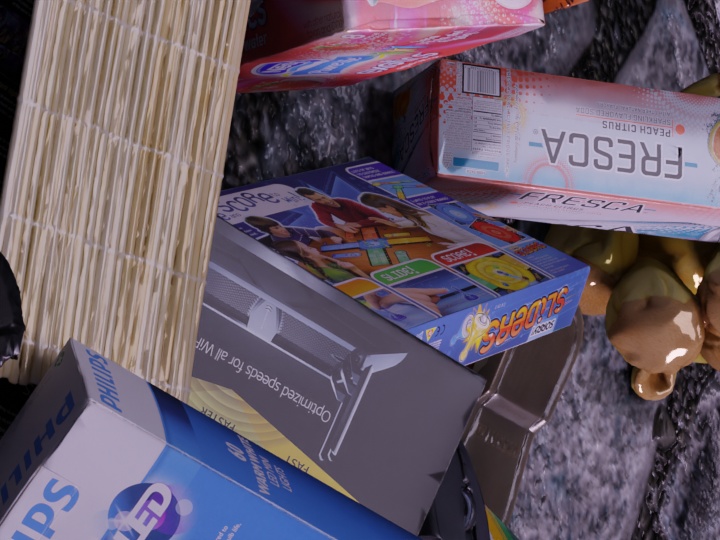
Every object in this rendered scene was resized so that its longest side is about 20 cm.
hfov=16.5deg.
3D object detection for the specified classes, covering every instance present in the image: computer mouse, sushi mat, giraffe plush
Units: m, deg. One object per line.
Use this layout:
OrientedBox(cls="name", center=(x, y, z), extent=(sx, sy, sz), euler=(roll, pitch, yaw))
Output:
OrientedBox(cls="computer mouse", center=(0.050, 0.123, 1.031), extent=(0.059, 0.034, 0.200), euler=(34, 22, -53))
OrientedBox(cls="sushi mat", center=(-0.086, -0.049, 0.908), extent=(0.095, 0.012, 0.201), euler=(17, 76, -37))
OrientedBox(cls="giraffe plush", center=(0.197, 0.002, 1.450), extent=(0.162, 0.172, 0.200), euler=(62, 3, -45))

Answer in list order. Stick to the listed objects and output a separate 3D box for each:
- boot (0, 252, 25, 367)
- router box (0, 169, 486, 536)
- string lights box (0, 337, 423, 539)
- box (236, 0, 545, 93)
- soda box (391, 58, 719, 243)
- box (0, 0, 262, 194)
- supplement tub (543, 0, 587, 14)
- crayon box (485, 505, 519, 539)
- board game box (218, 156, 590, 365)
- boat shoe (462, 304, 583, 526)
OrientedBox(cls="boot", center=(-0.174, 0.024, 0.838), extent=(0.200, 0.168, 0.077), euler=(-8, 91, -57))
OrientedBox(cls="router box", center=(-0.069, 0.065, 0.954), extent=(0.200, 0.052, 0.158), euler=(32, 73, -22))
OrientedBox(cls="string lights box", center=(-0.045, 0.121, 0.885), extent=(0.200, 0.103, 0.059), euler=(32, 11, -21))
OrientedBox(cls="box", center=(-0.014, -0.137, 1.063), extent=(0.094, 0.200, 0.103), euler=(-5, 89, -27))
OrientedBox(cls="soda box", center=(0.117, -0.060, 1.294), extent=(0.199, 0.068, 0.064), euler=(7, 77, -19))
OrientedBox(cls="box", center=(-0.145, -0.099, 0.941), extent=(0.160, 0.044, 0.200), euler=(-54, 139, 1))
OrientedBox(cls="supplement tub", center=(0.076, -0.240, 1.301), extent=(0.123, 0.122, 0.201), euler=(-42, 119, -51))
OrientedBox(cls="crayon box", center=(0.013, 0.122, 1.112), extent=(0.200, 0.058, 0.119), euler=(46, 14, -21))
OrientedBox(cls="board game box", center=(0.000, 0.000, 1.138), extent=(0.200, 0.135, 0.035), euler=(-16, 128, -56))
OrientedBox(cls="boat shoe", center=(0.039, 0.093, 1.237), extent=(0.072, 0.068, 0.200), euler=(43, 73, -40))
